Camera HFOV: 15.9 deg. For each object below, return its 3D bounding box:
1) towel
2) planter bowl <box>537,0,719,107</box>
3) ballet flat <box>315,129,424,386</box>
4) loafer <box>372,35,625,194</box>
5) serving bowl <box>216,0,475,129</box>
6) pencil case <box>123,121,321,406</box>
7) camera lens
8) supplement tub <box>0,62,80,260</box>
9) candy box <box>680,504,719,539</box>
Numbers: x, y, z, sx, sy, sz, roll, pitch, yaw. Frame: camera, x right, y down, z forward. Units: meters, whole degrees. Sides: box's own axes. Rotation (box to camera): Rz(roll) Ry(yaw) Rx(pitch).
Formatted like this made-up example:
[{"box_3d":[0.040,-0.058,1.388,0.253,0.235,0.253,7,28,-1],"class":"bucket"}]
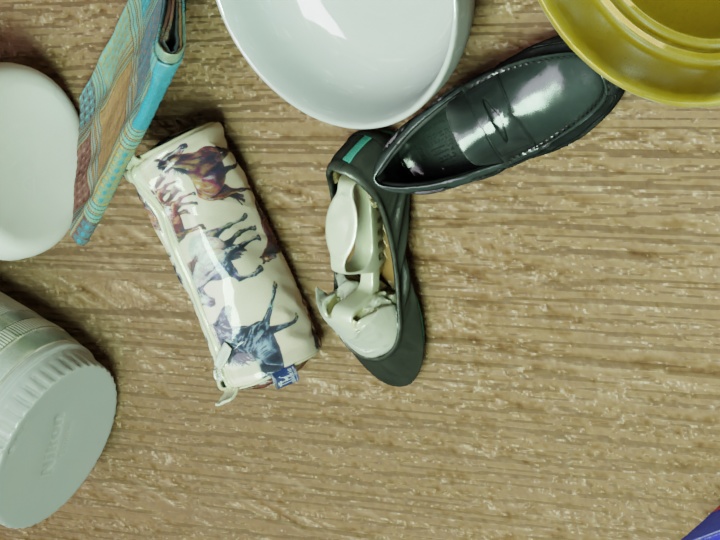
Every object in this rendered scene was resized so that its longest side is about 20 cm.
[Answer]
[{"box_3d":[-0.163,-0.132,1.793,0.022,0.147,0.200,16,136,-18],"class":"towel"},{"box_3d":[0.195,-0.201,1.484,0.200,0.083,0.201,19,123,31],"class":"planter bowl"},{"box_3d":[0.000,0.000,1.766,0.068,0.068,0.200,13,121,34],"class":"ballet flat"},{"box_3d":[0.087,-0.093,1.641,0.200,0.070,0.068,-25,97,44],"class":"loafer"},{"box_3d":[-0.003,-0.195,1.663,0.200,0.066,0.201,19,123,31],"class":"serving bowl"},{"box_3d":[-0.101,-0.008,1.831,0.078,0.089,0.200,-17,101,43],"class":"pencil case"},{"box_3d":[-0.311,0.091,2.009,0.200,0.160,0.160,29,129,24],"class":"camera lens"},{"box_3d":[-0.319,-0.080,1.931,0.200,0.145,0.145,0,113,40],"class":"supplement tub"},{"box_3d":[0.317,0.224,1.624,0.169,0.077,0.200,-27,96,46],"class":"candy box"}]
